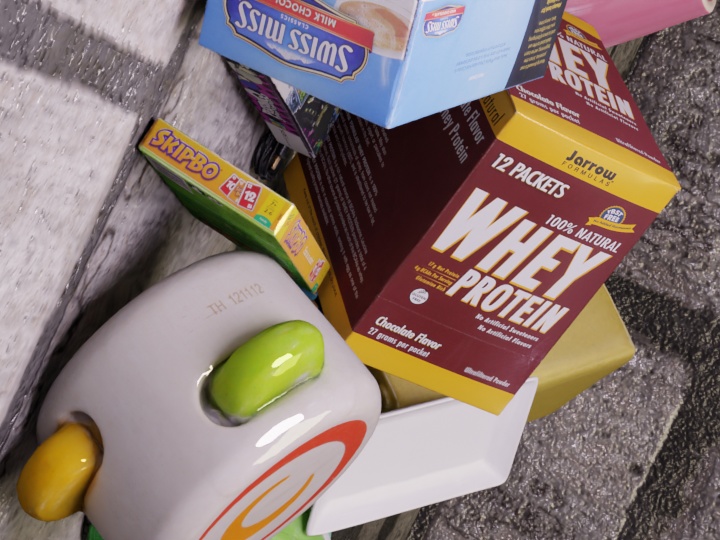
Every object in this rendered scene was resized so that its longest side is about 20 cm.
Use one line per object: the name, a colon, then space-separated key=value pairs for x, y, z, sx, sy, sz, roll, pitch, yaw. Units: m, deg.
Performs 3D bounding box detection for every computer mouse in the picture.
computer mouse: x=-0.018 y=-0.150 z=1.480 sx=0.201 sy=0.034 sz=0.059 roll=-65 pitch=171 yaw=5

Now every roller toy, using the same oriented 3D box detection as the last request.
roller toy: x=-0.095 y=0.086 z=1.292 sx=0.200 sy=0.140 sz=0.182 roll=-44 pitch=163 yaw=10

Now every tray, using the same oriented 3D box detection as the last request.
tray: x=0.044 y=0.136 z=1.669 sx=0.199 sy=0.022 sz=0.108 roll=-11 pitch=131 yaw=-36

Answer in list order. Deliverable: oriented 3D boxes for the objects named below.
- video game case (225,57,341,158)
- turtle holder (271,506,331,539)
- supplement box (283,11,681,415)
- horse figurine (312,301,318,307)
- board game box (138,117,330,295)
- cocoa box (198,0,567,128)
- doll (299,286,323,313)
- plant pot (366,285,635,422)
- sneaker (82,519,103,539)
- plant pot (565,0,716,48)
video game case: x=-0.013 y=-0.189 z=1.355 sx=0.201 sy=0.036 sz=0.181 roll=-63 pitch=163 yaw=-9
turtle holder: x=-0.095 y=0.179 z=1.680 sx=0.186 sy=0.140 sz=0.133 roll=46 pitch=52 yaw=-44
supplement box: x=0.071 y=-0.058 z=1.409 sx=0.201 sy=0.132 sz=0.198 roll=-53 pitch=-149 yaw=25
horse figurine: x=-0.060 y=0.021 z=1.645 sx=0.133 sy=0.050 sz=0.201 roll=-54 pitch=163 yaw=-25
board game box: x=-0.071 y=-0.034 z=1.307 sx=0.030 sy=0.095 sz=0.200 roll=-56 pitch=169 yaw=-8
cocoa box: x=0.025 y=-0.174 z=1.213 sx=0.200 sy=0.133 sz=0.132 roll=-23 pitch=134 yaw=-57
doll: x=0.000 y=0.000 z=1.613 sx=0.136 sy=0.048 sz=0.201 roll=-40 pitch=149 yaw=-27
plant pot: x=0.071 y=0.044 z=1.804 sx=0.199 sy=0.196 sz=0.196 roll=-21 pitch=170 yaw=-25
sneaker: x=-0.146 y=0.196 z=1.528 sx=0.078 sy=0.085 sz=0.201 roll=-49 pitch=162 yaw=-55
plant pot: x=0.153 y=-0.234 z=1.527 sx=0.200 sy=0.177 sz=0.202 roll=-4 pitch=90 yaw=-73
